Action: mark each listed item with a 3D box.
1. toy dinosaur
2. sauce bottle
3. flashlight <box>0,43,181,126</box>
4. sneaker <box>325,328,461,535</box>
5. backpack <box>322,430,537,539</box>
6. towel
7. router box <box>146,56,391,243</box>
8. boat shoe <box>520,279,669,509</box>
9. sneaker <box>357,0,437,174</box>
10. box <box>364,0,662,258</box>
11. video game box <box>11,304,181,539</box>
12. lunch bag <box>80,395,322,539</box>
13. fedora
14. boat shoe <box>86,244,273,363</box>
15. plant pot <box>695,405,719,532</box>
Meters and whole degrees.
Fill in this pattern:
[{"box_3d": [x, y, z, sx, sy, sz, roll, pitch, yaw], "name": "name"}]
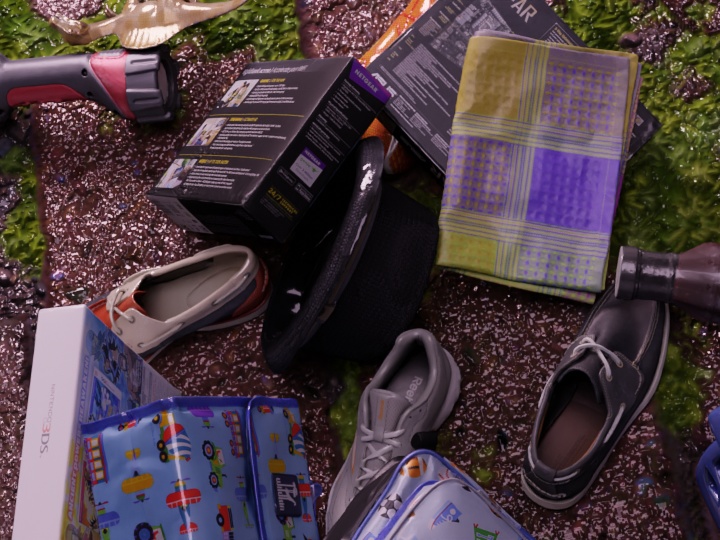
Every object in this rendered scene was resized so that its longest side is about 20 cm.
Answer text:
[{"box_3d": [-0.163, -0.220, 1.725, 0.198, 0.058, 0.101, -7, 37, 20], "name": "toy dinosaur"}, {"box_3d": [0.293, 0.014, 1.524, 0.198, 0.066, 0.067, 5, 66, 4], "name": "sauce bottle"}, {"box_3d": [-0.256, -0.154, 1.737, 0.198, 0.068, 0.068, -5, 64, 15], "name": "flashlight"}, {"box_3d": [0.016, 0.134, 1.526, 0.075, 0.092, 0.201, 12, 69, 17], "name": "sneaker"}, {"box_3d": [0.062, 0.241, 1.425, 0.190, 0.154, 0.200, 41, 79, -9], "name": "backpack"}, {"box_3d": [0.138, -0.086, 1.577, 0.142, 0.023, 0.202, 12, 81, -3], "name": "towel"}, {"box_3d": [-0.077, -0.098, 1.611, 0.150, 0.051, 0.200, -54, 24, -13], "name": "router box"}, {"box_3d": [0.182, 0.083, 1.530, 0.071, 0.068, 0.201, 21, 67, 21], "name": "boat shoe"}, {"box_3d": [0.033, -0.178, 1.679, 0.077, 0.073, 0.201, 16, 68, 20], "name": "sneaker"}, {"box_3d": [0.116, -0.131, 1.616, 0.160, 0.044, 0.200, -44, 87, -10], "name": "box"}, {"box_3d": [-0.194, 0.153, 1.510, 0.046, 0.182, 0.202, -5, 64, 16], "name": "video game box"}, {"box_3d": [-0.096, 0.174, 1.481, 0.094, 0.199, 0.152, -18, 78, 33], "name": "lunch bag"}, {"box_3d": [0.000, 0.000, 1.569, 0.091, 0.200, 0.202, 23, 68, -14], "name": "fedora"}, {"box_3d": [-0.168, 0.032, 1.629, 0.199, 0.063, 0.072, -19, 65, 4], "name": "boat shoe"}, {"box_3d": [0.357, 0.156, 1.396, 0.199, 0.180, 0.201, -25, 62, 0], "name": "plant pot"}]
